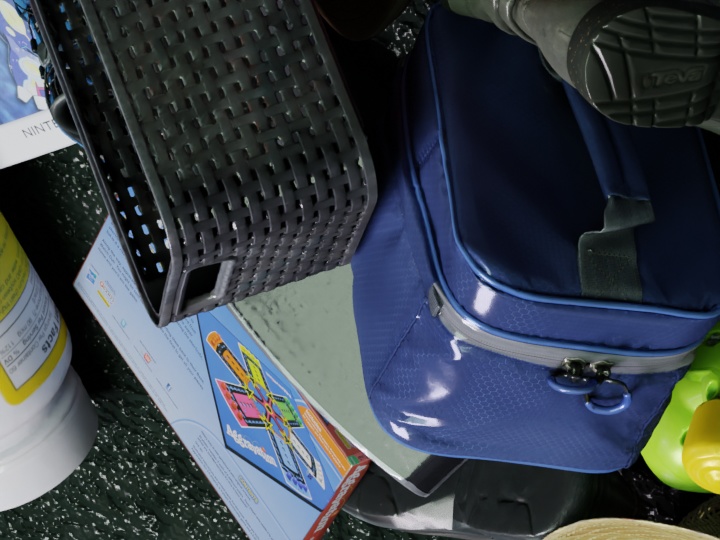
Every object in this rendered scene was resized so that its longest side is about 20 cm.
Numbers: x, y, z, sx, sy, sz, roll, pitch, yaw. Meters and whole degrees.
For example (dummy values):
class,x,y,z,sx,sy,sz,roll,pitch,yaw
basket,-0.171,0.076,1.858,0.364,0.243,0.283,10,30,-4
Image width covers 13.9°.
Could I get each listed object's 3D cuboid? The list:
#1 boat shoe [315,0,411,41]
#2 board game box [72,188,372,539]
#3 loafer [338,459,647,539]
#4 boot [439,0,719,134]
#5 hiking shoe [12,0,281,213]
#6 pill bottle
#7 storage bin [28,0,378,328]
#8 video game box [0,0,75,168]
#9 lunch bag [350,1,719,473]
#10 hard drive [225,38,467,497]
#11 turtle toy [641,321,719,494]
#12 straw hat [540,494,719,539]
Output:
class,x,y,z,sx,sy,sz,roll,pitch,yaw
boat shoe,0.029,-0.183,1.279,0.073,0.063,0.200,48,138,22
board game box,-0.073,0.049,1.498,0.200,0.019,0.103,54,139,21
loafer,0.052,0.104,1.463,0.200,0.073,0.072,15,173,45
boot,0.141,-0.098,1.239,0.131,0.200,0.068,42,115,55
hiking shoe,-0.119,-0.107,1.355,0.200,0.087,0.074,45,131,10
pill bottle,-0.223,0.026,1.555,0.114,0.114,0.200,0,130,35
storage bin,-0.074,-0.092,1.254,0.135,0.094,0.200,114,137,-73
video game box,-0.165,-0.158,1.448,0.182,0.047,0.200,-17,110,38
lunch bag,0.076,-0.016,1.264,0.136,0.200,0.132,6,135,-18
hard drive,0.000,0.000,1.402,0.135,0.042,0.200,-44,82,23
turtle toy,0.202,0.052,1.287,0.200,0.146,0.101,-6,138,38
straw hat,0.181,0.150,1.393,0.201,0.085,0.201,22,146,15
